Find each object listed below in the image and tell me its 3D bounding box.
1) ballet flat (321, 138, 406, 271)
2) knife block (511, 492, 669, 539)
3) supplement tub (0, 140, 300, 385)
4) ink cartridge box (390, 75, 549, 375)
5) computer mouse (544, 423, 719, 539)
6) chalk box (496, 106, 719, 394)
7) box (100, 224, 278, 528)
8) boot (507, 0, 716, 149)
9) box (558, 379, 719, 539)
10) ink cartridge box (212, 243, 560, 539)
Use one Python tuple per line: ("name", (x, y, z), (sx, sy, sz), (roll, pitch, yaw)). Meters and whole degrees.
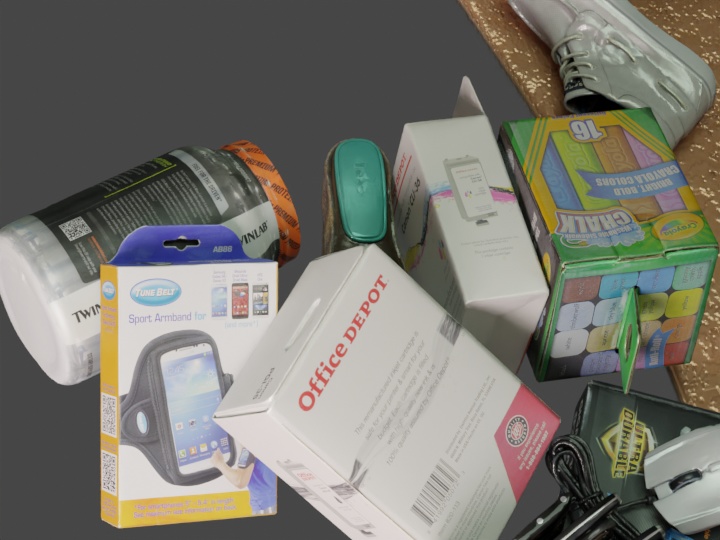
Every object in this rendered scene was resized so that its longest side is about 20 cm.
("ballet flat", (0.000, 0.000, 1.627), (0.068, 0.067, 0.201), (7, 61, -9))
("knife block", (0.116, 0.239, 1.415), (0.175, 0.064, 0.201), (8, 64, 4))
("supplement tub", (-0.150, -0.011, 1.575), (0.199, 0.123, 0.123), (-26, 68, -22))
("ink cartridge box", (0.069, -0.031, 1.626), (0.067, 0.117, 0.201), (-7, 57, -15))
("computer mouse", (0.237, 0.143, 1.546), (0.199, 0.044, 0.110), (-15, 63, -18))
("chalk box", (0.178, -0.005, 1.604), (0.123, 0.125, 0.200), (-7, 48, -14))
("box", (-0.116, 0.070, 1.508), (0.119, 0.041, 0.201), (-2, 97, -26))
("boot", (0.182, -0.168, 1.752), (0.200, 0.074, 0.096), (34, 53, 9))
("box", (0.217, 0.190, 1.568), (0.158, 0.046, 0.201), (15, 58, -1))
("ink cartridge box", (0.020, 0.100, 1.508), (0.200, 0.083, 0.147), (43, 63, -21))
